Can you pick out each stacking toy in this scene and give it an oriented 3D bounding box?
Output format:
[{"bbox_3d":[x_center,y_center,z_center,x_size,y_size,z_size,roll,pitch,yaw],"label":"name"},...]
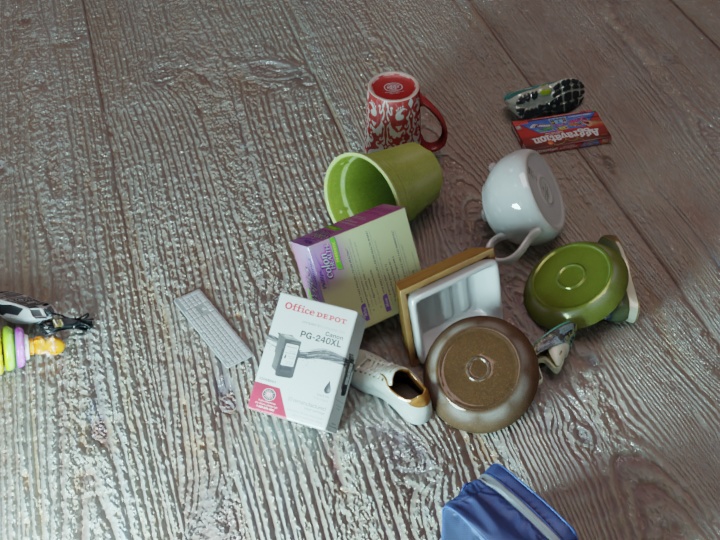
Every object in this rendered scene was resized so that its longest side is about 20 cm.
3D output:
[{"bbox_3d":[-0.619,0.137,1.702,0.196,0.117,0.111,-5,47,-20],"label":"stacking toy"}]

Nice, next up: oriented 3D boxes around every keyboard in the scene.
[{"bbox_3d":[-0.270,0.104,1.777,0.056,0.011,0.200,-28,52,-23],"label":"keyboard"}]

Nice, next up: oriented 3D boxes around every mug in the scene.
[{"bbox_3d":[0.083,-0.310,2.035,0.176,0.202,0.133,-31,52,-25],"label":"mug"}]

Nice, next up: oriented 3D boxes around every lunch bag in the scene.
[{"bbox_3d":[0.215,0.382,1.411,0.131,0.137,0.200,-30,51,-26],"label":"lunch bag"}]

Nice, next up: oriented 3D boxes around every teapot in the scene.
[{"bbox_3d":[0.299,-0.127,1.895,0.144,0.200,0.199,-22,-1,30],"label":"teapot"}]

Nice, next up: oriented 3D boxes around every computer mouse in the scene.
[{"bbox_3d":[-0.593,0.082,1.771,0.197,0.045,0.109,15,13,25],"label":"computer mouse"}]

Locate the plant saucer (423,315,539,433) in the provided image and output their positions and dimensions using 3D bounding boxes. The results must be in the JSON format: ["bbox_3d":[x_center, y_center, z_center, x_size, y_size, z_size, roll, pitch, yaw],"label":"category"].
[{"bbox_3d":[0.198,0.168,1.626,0.197,0.037,0.204,-5,69,13],"label":"plant saucer"}]

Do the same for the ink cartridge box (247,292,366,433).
[{"bbox_3d":[-0.087,0.151,1.614,0.143,0.083,0.203,13,80,15],"label":"ink cartridge box"}]

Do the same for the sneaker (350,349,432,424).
[{"bbox_3d":[0.043,0.174,1.652,0.198,0.086,0.073,30,55,29],"label":"sneaker"}]

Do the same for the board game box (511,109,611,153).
[{"bbox_3d":[0.443,-0.305,2.149,0.196,0.020,0.104,-10,48,-8],"label":"board game box"}]

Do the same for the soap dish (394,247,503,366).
[{"bbox_3d":[0.154,0.058,1.719,0.198,0.160,0.081,-23,33,-20],"label":"soap dish"}]

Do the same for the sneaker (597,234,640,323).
[{"bbox_3d":[0.450,0.012,1.808,0.088,0.068,0.202,0,49,-6],"label":"sneaker"}]

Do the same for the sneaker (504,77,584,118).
[{"bbox_3d":[0.417,-0.399,2.203,0.197,0.079,0.080,-11,27,-19],"label":"sneaker"}]

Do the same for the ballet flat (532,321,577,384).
[{"bbox_3d":[0.306,0.160,1.673,0.198,0.075,0.074,-29,51,-12],"label":"ballet flat"}]

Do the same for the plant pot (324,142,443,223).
[{"bbox_3d":[0.060,-0.164,1.920,0.199,0.203,0.183,33,43,29],"label":"plant pot"}]

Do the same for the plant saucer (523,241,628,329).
[{"bbox_3d":[0.387,0.018,1.774,0.197,0.031,0.202,-19,43,18],"label":"plant saucer"}]

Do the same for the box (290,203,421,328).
[{"bbox_3d":[0.000,0.000,1.742,0.197,0.179,0.096,-23,16,-20],"label":"box"}]
